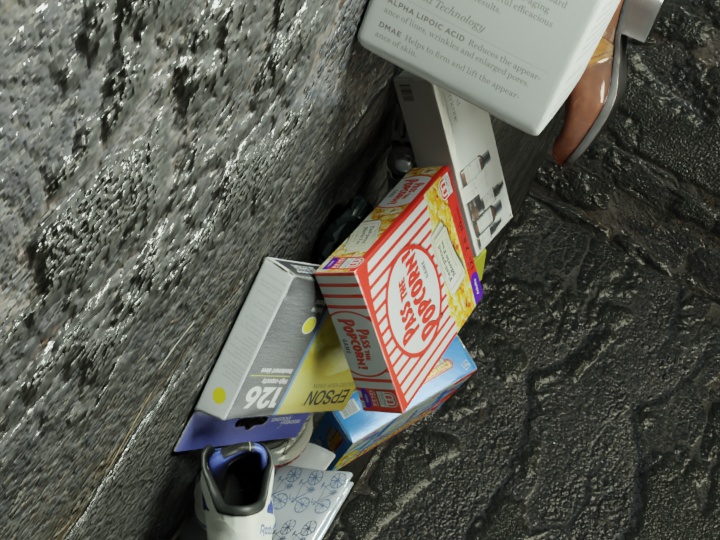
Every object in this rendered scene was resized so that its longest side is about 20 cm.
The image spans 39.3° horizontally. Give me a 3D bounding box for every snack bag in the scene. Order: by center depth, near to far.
[{"bbox_3d":[-0.122,0.274,1.029,0.189,0.199,0.021,-55,126,-36],"label":"snack bag"}]

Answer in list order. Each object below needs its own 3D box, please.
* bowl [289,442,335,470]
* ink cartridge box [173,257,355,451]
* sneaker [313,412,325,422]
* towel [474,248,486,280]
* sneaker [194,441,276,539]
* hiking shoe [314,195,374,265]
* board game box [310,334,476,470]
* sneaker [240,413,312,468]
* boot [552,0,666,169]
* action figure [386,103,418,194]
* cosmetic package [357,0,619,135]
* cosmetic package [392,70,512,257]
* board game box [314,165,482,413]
[{"bbox_3d":[-0.129,0.295,1.186,0.200,0.075,0.200,-54,177,32],"label":"bowl"},{"bbox_3d":[-0.060,0.090,0.953,0.197,0.047,0.201,7,111,-58],"label":"ink cartridge box"},{"bbox_3d":[-0.011,0.107,1.333,0.201,0.074,0.118,-54,166,17],"label":"sneaker"},{"bbox_3d":[0.101,0.054,1.353,0.200,0.018,0.086,-46,159,-23],"label":"towel"},{"bbox_3d":[-0.113,0.205,0.946,0.199,0.080,0.116,-132,-136,-73],"label":"sneaker"},{"bbox_3d":[0.000,0.000,1.058,0.075,0.086,0.200,-55,168,-33],"label":"hiking shoe"},{"bbox_3d":[0.038,0.183,1.349,0.199,0.056,0.196,-28,165,-21],"label":"board game box"},{"bbox_3d":[-0.077,0.130,1.108,0.082,0.077,0.200,93,20,-44],"label":"sneaker"},{"bbox_3d":[0.153,-0.212,0.925,0.068,0.199,0.189,-41,154,-58],"label":"boot"},{"bbox_3d":[0.071,-0.134,1.094,0.200,0.069,0.131,-50,157,-65],"label":"action figure"},{"bbox_3d":[0.126,-0.248,0.782,0.165,0.164,0.201,-49,165,-54],"label":"cosmetic package"},{"bbox_3d":[0.098,-0.121,1.022,0.083,0.050,0.201,-46,130,-39],"label":"cosmetic package"},{"bbox_3d":[0.044,0.014,0.956,0.200,0.046,0.152,-49,129,-46],"label":"board game box"}]
